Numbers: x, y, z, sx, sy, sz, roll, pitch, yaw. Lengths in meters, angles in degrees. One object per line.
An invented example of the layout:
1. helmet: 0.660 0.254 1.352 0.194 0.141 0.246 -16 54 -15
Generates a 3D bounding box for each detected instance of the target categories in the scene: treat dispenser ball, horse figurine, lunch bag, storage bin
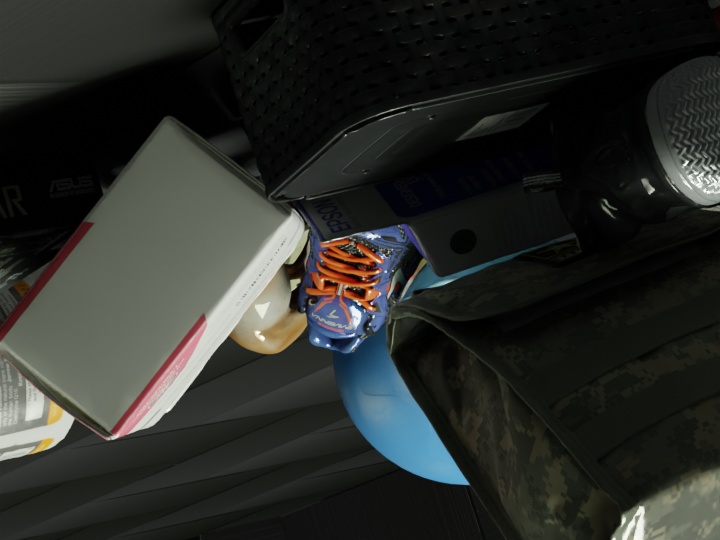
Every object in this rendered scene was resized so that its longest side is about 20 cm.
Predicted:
1. treat dispenser ball: 0.079 0.059 1.853 0.200 0.201 0.201 -17 171 -3
2. horse figurine: -0.054 -0.003 1.499 0.133 0.050 0.200 -48 156 -17
3. lunch bag: 0.125 0.050 1.172 0.164 0.200 0.118 -20 137 -25
4. storage bin: 0.048 -0.108 1.147 0.199 0.094 0.135 -13 169 -25

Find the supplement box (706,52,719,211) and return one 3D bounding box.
1. supplement box: 0.215 -0.021 1.366 0.073 0.201 0.126 15 -162 29

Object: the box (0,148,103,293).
1. box: -0.253 -0.004 1.338 0.160 0.044 0.200 -11 168 -38

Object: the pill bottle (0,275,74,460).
1. pill bottle: -0.281 0.071 1.503 0.200 0.117 0.116 -10 168 -35

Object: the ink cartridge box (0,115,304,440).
1. ink cartridge box: -0.105 0.006 1.292 0.147 0.083 0.200 -52 179 -1

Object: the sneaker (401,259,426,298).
1. sneaker: 0.064 -0.038 1.517 0.105 0.076 0.200 -40 161 -24

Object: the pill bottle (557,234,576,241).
1. pill bottle: 0.167 -0.063 1.458 0.114 0.114 0.200 -24 -179 35

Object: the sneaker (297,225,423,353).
1. sneaker: 0.000 0.000 1.404 0.075 0.079 0.200 20 166 8

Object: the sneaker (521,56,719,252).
1. sneaker: 0.156 -0.057 1.161 0.114 0.076 0.200 -17 172 35

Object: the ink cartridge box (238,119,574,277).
1. ink cartridge box: 0.053 -0.061 1.299 0.199 0.044 0.198 -16 -156 -8

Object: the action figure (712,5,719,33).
1. action figure: 0.246 -0.158 1.363 0.199 0.052 0.065 -10 174 -13

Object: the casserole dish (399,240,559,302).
1. casserole dish: 0.093 0.015 1.357 0.121 0.039 0.200 18 170 -10

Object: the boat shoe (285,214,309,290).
1. boat shoe: -0.062 -0.006 1.654 0.063 0.074 0.201 19 -165 17
